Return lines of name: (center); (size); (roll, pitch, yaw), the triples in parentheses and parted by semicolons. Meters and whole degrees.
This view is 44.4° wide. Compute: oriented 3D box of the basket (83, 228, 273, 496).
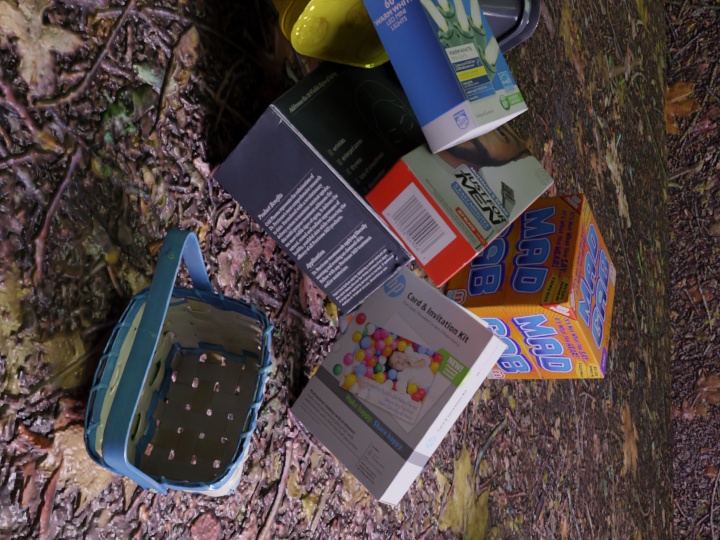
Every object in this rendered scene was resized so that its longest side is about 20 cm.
basket: (-0.144, 0.090, 0.691); (0.201, 0.136, 0.179); (94, 8, -61)

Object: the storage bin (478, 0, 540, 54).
storage bin: (0.122, -0.365, 1.017); (0.132, 0.145, 0.204); (-2, 87, -20)

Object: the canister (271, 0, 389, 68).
canister: (-0.046, -0.313, 0.894); (0.147, 0.087, 0.202); (0, 53, -45)

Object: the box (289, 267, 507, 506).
box: (0.036, 0.113, 0.920); (0.201, 0.155, 0.041); (-54, 143, 2)

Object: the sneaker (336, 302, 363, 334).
sneaker: (0.000, 0.000, 1.054); (0.112, 0.076, 0.204); (8, 73, -74)

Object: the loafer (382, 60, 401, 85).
loafer: (0.053, -0.224, 1.011); (0.072, 0.073, 0.200); (49, 2, -23)

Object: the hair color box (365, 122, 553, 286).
hair color box: (0.102, -0.080, 0.860); (0.111, 0.064, 0.200); (50, 38, 2)

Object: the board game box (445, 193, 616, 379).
board game box: (0.269, 0.031, 1.378); (0.201, 0.197, 0.202); (53, 43, -42)

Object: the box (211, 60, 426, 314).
box: (-0.010, -0.102, 0.914); (0.197, 0.124, 0.200); (47, 40, -6)

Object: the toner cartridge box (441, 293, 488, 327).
toner cartridge box: (0.070, 0.130, 1.068); (0.094, 0.043, 0.202); (30, 77, -16)

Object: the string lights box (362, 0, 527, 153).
string lights box: (0.069, -0.220, 0.816); (0.102, 0.058, 0.203); (-27, 92, -49)
